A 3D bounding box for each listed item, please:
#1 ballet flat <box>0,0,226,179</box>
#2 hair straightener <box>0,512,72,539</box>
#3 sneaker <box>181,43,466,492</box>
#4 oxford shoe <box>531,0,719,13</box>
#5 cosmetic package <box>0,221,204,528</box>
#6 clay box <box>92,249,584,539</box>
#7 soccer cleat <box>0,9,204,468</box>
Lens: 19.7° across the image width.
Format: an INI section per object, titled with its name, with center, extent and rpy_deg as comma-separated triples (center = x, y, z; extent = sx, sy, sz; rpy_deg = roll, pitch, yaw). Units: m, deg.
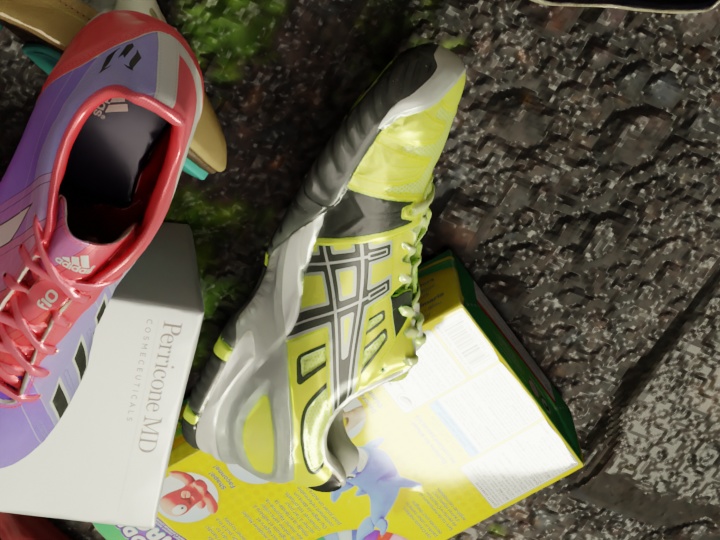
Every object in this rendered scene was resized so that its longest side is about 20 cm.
[ballet flat]
center = -0.117, -0.107, 0.782
extent = 0.200, 0.069, 0.063
rpy_deg = 33, 86, -29
[hair straightener]
center = -0.195, 0.123, 0.946
extent = 0.077, 0.041, 0.200
rpy_deg = -36, 121, 17
[sneaker]
center = 0.000, 0.000, 0.845
extent = 0.076, 0.075, 0.200
rpy_deg = 28, 113, 2
[oxford shoe]
center = 0.047, -0.141, 0.767
extent = 0.199, 0.075, 0.071
rpy_deg = 7, 127, -11
[cosmetic package]
center = -0.172, 0.031, 0.854
extent = 0.199, 0.081, 0.113
rpy_deg = 7, 116, -11
[clay box]
center = -0.013, 0.086, 0.939
extent = 0.200, 0.048, 0.115
rpy_deg = -29, 123, 14
[soccer cleat]
center = -0.113, -0.002, 0.757
extent = 0.067, 0.077, 0.200
rpy_deg = 21, 113, -18
